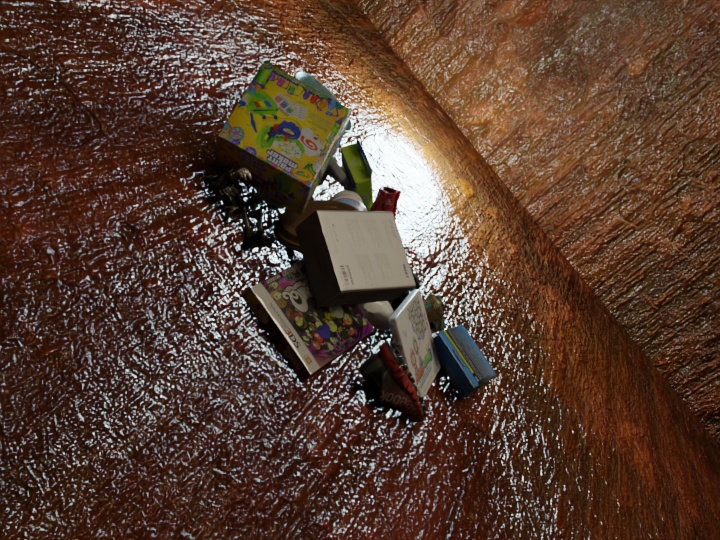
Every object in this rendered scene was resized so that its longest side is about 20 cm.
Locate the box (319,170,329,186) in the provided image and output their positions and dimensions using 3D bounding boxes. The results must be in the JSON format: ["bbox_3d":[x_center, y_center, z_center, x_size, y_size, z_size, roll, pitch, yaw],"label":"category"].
[{"bbox_3d":[-0.172,-0.270,1.699,0.198,0.038,0.136,37,-2,-28],"label":"box"}]

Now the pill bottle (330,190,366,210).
[{"bbox_3d":[-0.034,-0.093,1.668,0.108,0.108,0.202,38,26,-22],"label":"pill bottle"}]

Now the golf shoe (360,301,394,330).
[{"bbox_3d":[-0.014,0.066,1.537,0.199,0.075,0.092,39,36,-9],"label":"golf shoe"}]

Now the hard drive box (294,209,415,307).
[{"bbox_3d":[-0.007,-0.024,1.406,0.197,0.076,0.160,-2,68,-43],"label":"hard drive box"}]

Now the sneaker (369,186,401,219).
[{"bbox_3d":[0.051,-0.107,1.681,0.076,0.117,0.203,1,47,-12],"label":"sneaker"}]

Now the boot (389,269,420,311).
[{"bbox_3d":[0.061,0.012,1.718,0.211,0.079,0.158,46,24,-10],"label":"boot"}]

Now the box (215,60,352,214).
[{"bbox_3d":[-0.150,-0.256,1.478,0.197,0.122,0.196,29,66,-2],"label":"box"}]

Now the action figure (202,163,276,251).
[{"bbox_3d":[-0.219,-0.138,1.422,0.203,0.101,0.118,61,20,20],"label":"action figure"}]

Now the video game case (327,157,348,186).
[{"bbox_3d":[-0.119,-0.269,1.696,0.180,0.023,0.200,36,-3,14],"label":"video game case"}]

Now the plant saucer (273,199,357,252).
[{"bbox_3d":[-0.078,-0.093,1.537,0.194,0.030,0.202,1,32,-1],"label":"plant saucer"}]

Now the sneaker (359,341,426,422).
[{"bbox_3d":[0.058,0.223,1.424,0.202,0.096,0.071,61,-1,-38],"label":"sneaker"}]

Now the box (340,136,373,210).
[{"bbox_3d":[-0.006,-0.200,1.806,0.202,0.046,0.124,87,-15,-53],"label":"box"}]

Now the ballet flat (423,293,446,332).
[{"bbox_3d":[0.160,0.106,1.756,0.071,0.064,0.201,59,-3,23],"label":"ballet flat"}]

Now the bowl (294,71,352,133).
[{"bbox_3d":[-0.126,-0.399,1.957,0.200,0.105,0.203,39,26,-23],"label":"bowl"}]

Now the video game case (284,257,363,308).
[{"bbox_3d":[-0.073,0.038,1.444,0.144,0.018,0.199,49,43,4],"label":"video game case"}]

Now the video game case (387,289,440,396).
[{"bbox_3d":[0.115,0.155,1.580,0.200,0.023,0.187,-40,116,-66],"label":"video game case"}]

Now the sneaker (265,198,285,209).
[{"bbox_3d":[-0.162,-0.171,1.616,0.078,0.132,0.200,17,-22,14],"label":"sneaker"}]

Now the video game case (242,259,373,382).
[{"bbox_3d":[-0.089,0.077,1.355,0.183,0.036,0.199,54,40,7],"label":"video game case"}]

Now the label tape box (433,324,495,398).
[{"bbox_3d":[0.221,0.207,1.721,0.146,0.063,0.199,56,20,13],"label":"label tape box"}]
